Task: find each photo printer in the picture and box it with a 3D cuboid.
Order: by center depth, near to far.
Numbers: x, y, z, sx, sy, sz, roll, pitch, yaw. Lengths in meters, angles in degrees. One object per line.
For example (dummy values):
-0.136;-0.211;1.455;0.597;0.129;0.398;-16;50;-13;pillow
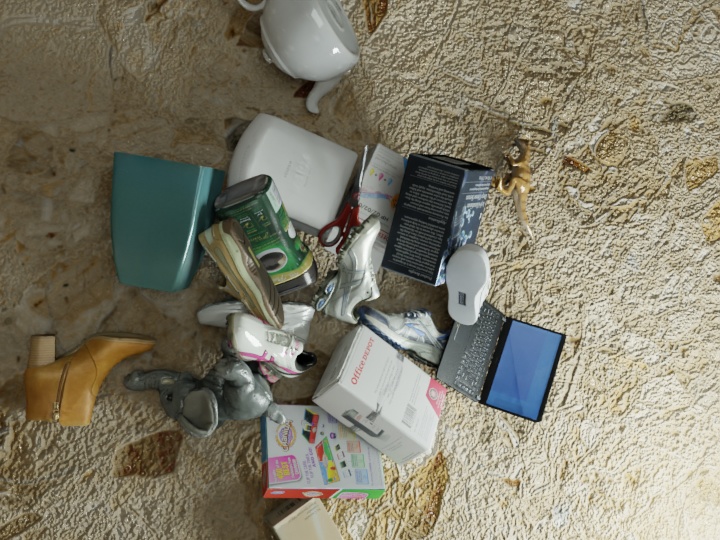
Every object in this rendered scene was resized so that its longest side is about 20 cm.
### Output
-0.122;-0.165;1.392;0.199;0.069;0.167;23;81;-15;photo printer

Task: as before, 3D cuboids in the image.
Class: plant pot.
-0.312;-0.073;1.281;0.141;0.141;0.201;10;94;3;plant pot

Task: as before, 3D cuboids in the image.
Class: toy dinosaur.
0.295;-0.156;1.525;0.106;0.060;0.201;3;86;-18;toy dinosaur

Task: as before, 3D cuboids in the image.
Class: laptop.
0.254;0.151;1.457;0.200;0.103;0.178;35;68;-37;laptop

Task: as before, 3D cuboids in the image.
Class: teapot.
-0.105;-0.402;1.373;0.146;0.197;0.201;-24;69;19;teapot

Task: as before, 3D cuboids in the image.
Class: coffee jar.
-0.150;-0.051;1.331;0.104;0.085;0.200;-19;120;13;coffee jar

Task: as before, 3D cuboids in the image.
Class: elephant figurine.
-0.254;0.206;1.312;0.200;0.155;0.142;-32;138;3;elephant figurine

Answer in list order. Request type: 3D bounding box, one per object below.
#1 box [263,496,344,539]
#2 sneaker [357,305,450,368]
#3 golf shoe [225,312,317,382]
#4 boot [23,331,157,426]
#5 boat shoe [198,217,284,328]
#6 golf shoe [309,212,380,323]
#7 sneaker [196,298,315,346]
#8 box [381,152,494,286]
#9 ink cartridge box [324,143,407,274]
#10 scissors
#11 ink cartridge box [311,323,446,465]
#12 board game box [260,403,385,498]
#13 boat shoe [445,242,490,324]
-0.068;0.477;1.366;0.095;0.078;0.200;-33;96;-17;box
0.081;0.101;1.443;0.200;0.077;0.085;30;74;-23;sneaker
-0.139;0.110;1.263;0.092;0.200;0.073;-15;61;16;golf shoe
-0.425;0.172;1.287;0.200;0.071;0.145;0;93;-14;boot
-0.190;0.014;1.285;0.076;0.072;0.200;-22;109;10;boat shoe
0.000;0.000;1.355;0.097;0.078;0.200;31;118;2;golf shoe
-0.174;0.098;1.359;0.199;0.078;0.100;4;89;-16;sneaker
0.133;-0.090;1.382;0.107;0.148;0.201;20;106;24;box
0.030;-0.106;1.436;0.115;0.068;0.201;27;80;-14;ink cartridge box
-0.005;-0.113;1.359;0.073;0.014;0.200;21;110;-21;scissors
0.034;0.210;1.379;0.200;0.085;0.146;40;41;-13;ink cartridge box
-0.065;0.301;1.359;0.199;0.040;0.153;6;53;-16;board game box
0.188;0.012;1.362;0.072;0.200;0.066;18;56;21;boat shoe
